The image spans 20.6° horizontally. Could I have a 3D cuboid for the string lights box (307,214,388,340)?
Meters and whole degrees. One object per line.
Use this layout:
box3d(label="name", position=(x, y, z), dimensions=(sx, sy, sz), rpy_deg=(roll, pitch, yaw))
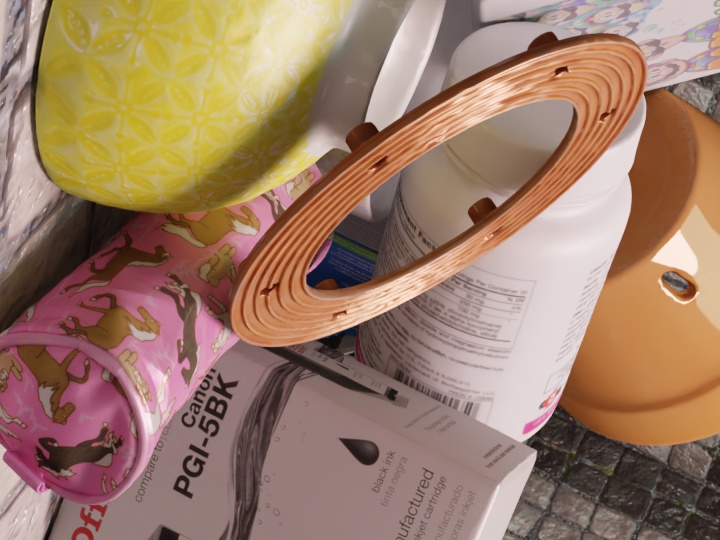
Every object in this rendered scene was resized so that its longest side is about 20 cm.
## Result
box3d(label="string lights box", position=(0.000, 0.000, 1.150), dimensions=(0.059, 0.102, 0.201), rpy_deg=(-54, 165, -42))

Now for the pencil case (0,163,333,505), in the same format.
box3d(label="pencil case", position=(-0.083, 0.013, 0.835), dimensions=(0.200, 0.082, 0.087), rpy_deg=(-52, 142, -53))

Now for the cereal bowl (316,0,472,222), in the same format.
box3d(label="cereal bowl", position=(0.010, -0.130, 0.969), dimensions=(0.201, 0.083, 0.200), rpy_deg=(-61, 169, -21))

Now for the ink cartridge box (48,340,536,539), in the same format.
box3d(label="ink cartridge box", position=(-0.036, 0.115, 0.966), dimensions=(0.148, 0.199, 0.083), rpy_deg=(-68, 166, 12))

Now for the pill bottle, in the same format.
box3d(label="pill bottle", position=(0.068, -0.015, 0.976), dimensions=(0.114, 0.113, 0.201), rpy_deg=(-55, 166, -45))

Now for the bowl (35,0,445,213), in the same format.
box3d(label="bowl", position=(-0.030, -0.101, 0.769), dimensions=(0.200, 0.107, 0.201), rpy_deg=(90, 26, -67))

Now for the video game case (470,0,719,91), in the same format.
box3d(label="video game case", position=(0.146, -0.130, 1.005), dimensions=(0.200, 0.181, 0.024), rpy_deg=(71, 4, -76))

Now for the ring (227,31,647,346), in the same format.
box3d(label="ring", position=(0.030, -0.034, 0.803), dimensions=(0.200, 0.019, 0.201), rpy_deg=(-30, 162, -11))

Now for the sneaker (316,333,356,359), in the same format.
box3d(label="sneaker", position=(0.005, 0.082, 1.088), dimensions=(0.199, 0.089, 0.074), rpy_deg=(-25, 145, -2))

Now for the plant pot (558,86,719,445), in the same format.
box3d(label="plant pot", position=(0.161, -0.018, 1.145), dimensions=(0.140, 0.199, 0.201), rpy_deg=(43, 69, -47))
